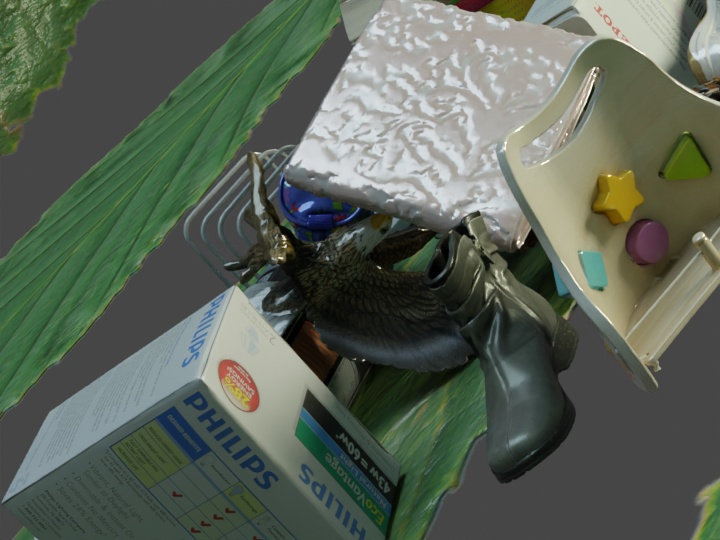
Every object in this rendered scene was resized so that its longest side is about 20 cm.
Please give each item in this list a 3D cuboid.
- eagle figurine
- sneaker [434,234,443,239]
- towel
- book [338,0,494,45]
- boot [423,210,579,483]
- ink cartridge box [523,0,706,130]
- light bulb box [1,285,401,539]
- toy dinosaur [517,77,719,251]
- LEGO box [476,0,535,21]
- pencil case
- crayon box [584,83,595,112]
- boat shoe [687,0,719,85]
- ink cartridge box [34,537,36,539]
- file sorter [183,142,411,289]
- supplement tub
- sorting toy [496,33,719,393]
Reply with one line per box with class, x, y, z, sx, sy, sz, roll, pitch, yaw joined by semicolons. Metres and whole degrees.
eagle figurine;0.004;-0.002;1.556;0.150;0.198;0.153;-7;70;60
sneaker;0.120;-0.106;1.756;0.199;0.080;0.078;-36;17;17
towel;0.066;-0.116;1.508;0.198;0.032;0.192;17;64;25
book;0.083;-0.232;1.823;0.133;0.049;0.200;-21;-16;21
boot;0.085;0.049;1.357;0.067;0.131;0.200;-34;18;23
ink cartridge box;0.223;-0.202;1.645;0.083;0.146;0.201;-27;22;43
light bulb box;-0.110;0.155;1.421;0.199;0.198;0.125;-32;21;26
toy dinosaur;0.208;-0.073;1.506;0.201;0.102;0.136;-57;-3;15
LEGO box;0.146;-0.192;1.800;0.199;0.078;0.148;-27;-13;41
pencil case;-0.019;-0.035;1.728;0.077;0.200;0.088;-4;69;7
crayon box;0.094;-0.111;1.595;0.198;0.126;0.052;11;51;24
boat shoe;0.318;-0.207;1.590;0.069;0.071;0.201;-22;29;33
ink cartridge box;-0.212;0.214;1.781;0.200;0.041;0.200;-40;17;6
file sorter;-0.067;-0.045;1.950;0.139;0.125;0.200;-49;18;-20
supplement tub;-0.062;0.085;1.619;0.122;0.123;0.201;-27;21;40
sorting toy;0.178;-0.054;1.317;0.200;0.180;0.107;-47;18;-18
